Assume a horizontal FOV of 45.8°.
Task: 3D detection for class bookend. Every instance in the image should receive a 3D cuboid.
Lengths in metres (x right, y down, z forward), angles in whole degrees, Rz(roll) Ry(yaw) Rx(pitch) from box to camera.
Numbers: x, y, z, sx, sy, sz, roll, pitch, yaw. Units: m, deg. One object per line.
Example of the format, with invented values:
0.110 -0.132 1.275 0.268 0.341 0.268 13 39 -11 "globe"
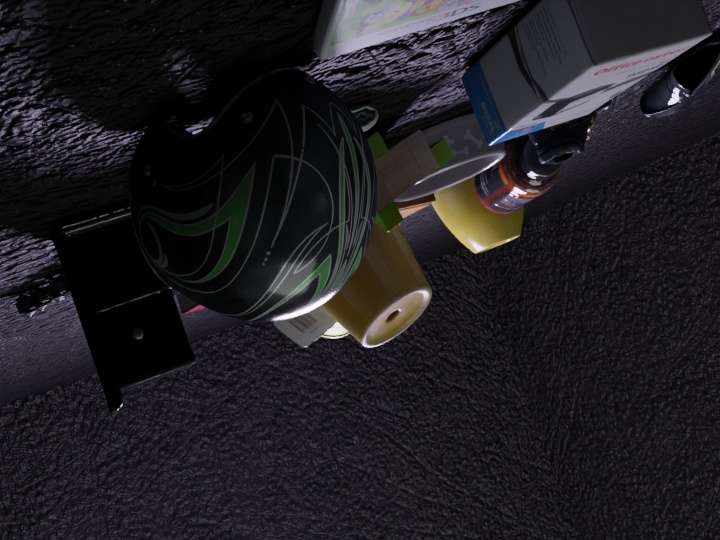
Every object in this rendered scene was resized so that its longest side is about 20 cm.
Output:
-0.208 0.025 0.924 0.196 0.203 0.092 -18 176 -19 "bookend"

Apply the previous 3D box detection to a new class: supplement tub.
0.274 -0.169 1.464 0.105 0.109 0.200 -19 176 -14 "supplement tub"

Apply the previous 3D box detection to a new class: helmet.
-0.078 -0.059 0.713 0.188 0.204 0.199 -3 -173 35 "helmet"

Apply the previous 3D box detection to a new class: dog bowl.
0.113 -0.155 1.193 0.197 0.060 0.200 -22 175 -2 "dog bowl"

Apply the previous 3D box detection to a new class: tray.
0.041 -0.110 1.549 0.098 0.038 0.198 -25 173 42 "tray"

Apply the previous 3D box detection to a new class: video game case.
0.065 -0.207 0.557 0.180 0.022 0.200 -20 175 -13 "video game case"

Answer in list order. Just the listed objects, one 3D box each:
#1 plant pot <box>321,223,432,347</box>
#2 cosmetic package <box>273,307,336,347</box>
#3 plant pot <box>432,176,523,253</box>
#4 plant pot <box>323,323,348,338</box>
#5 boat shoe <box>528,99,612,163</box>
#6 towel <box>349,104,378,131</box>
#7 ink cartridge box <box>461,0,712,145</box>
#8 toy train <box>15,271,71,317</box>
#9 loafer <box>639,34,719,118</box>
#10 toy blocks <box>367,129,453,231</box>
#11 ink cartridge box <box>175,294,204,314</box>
0.000 0.000 1.254 0.199 0.190 0.202 -31 156 -15 "plant pot"
-0.072 0.021 1.441 0.101 0.074 0.201 -37 -157 36 "cosmetic package"
0.256 -0.119 1.750 0.197 0.144 0.200 -20 175 -2 "plant pot"
-0.037 0.013 1.829 0.198 0.202 0.193 -17 163 -37 "plant pot"
0.307 -0.209 1.230 0.198 0.092 0.071 -18 175 -37 "boat shoe"
-0.070 -0.120 0.936 0.147 0.031 0.200 -19 175 -18 "towel"
0.211 -0.208 0.825 0.143 0.085 0.200 -19 175 -22 "ink cartridge box"
-0.379 0.017 1.115 0.198 0.035 0.046 -23 178 31 "toy train"
0.487 -0.291 1.276 0.069 0.069 0.200 -9 165 -29 "loafer"
-0.004 -0.100 1.018 0.199 0.101 0.136 -37 -165 -22 "toy blocks"
-0.185 -0.011 1.363 0.198 0.084 0.146 -18 174 -41 "ink cartridge box"
